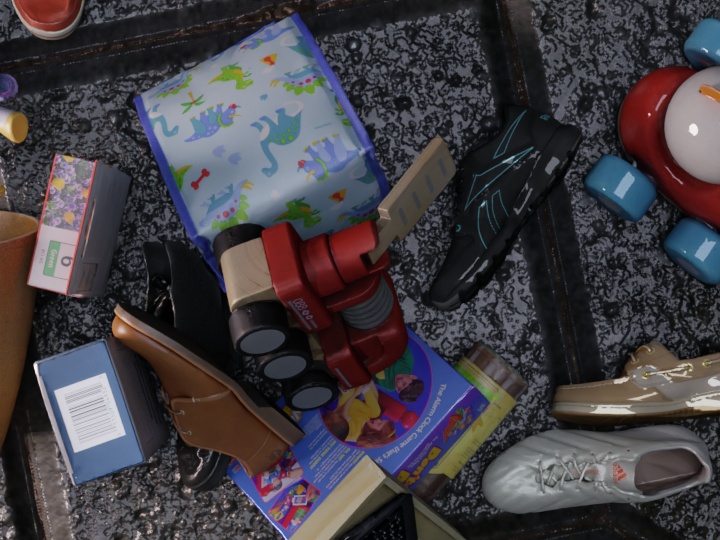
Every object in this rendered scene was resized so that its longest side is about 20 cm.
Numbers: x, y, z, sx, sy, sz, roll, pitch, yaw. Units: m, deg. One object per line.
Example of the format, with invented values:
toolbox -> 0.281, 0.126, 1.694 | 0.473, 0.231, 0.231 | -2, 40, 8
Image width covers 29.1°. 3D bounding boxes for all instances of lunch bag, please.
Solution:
lunch bag -> -0.087, -0.110, 1.175 | 0.169, 0.128, 0.201 | -27, 61, -2

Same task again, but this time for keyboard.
keyboard -> 0.017, 0.270, 1.128 | 0.104, 0.201, 0.040 | -34, 51, -21

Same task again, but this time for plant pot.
plant pot -> -0.351, 0.063, 1.149 | 0.185, 0.186, 0.202 | -2, 103, -2

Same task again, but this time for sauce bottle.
sauce bottle -> 0.062, 0.155, 1.203 | 0.065, 0.065, 0.200 | 39, 87, -1

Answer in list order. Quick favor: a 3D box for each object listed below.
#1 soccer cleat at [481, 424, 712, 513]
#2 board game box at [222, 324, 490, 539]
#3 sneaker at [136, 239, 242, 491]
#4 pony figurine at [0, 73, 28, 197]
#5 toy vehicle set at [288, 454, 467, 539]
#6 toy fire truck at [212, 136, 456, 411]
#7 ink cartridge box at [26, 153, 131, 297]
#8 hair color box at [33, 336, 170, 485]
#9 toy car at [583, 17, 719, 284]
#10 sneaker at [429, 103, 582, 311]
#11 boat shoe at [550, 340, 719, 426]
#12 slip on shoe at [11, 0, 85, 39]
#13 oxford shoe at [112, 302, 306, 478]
soccer cleat -> 0.204, 0.172, 1.197 | 0.198, 0.078, 0.070 | -10, 102, -2
board game box -> -0.007, 0.139, 1.177 | 0.200, 0.045, 0.134 | -47, 55, -2
sneaker -> -0.152, 0.081, 1.175 | 0.060, 0.104, 0.202 | 2, 79, 43
pony figurine -> -0.372, -0.135, 1.145 | 0.199, 0.166, 0.195 | 12, 108, 28
toy vehicle set -> 0.009, 0.237, 1.145 | 0.124, 0.200, 0.026 | -47, 55, -3
toy fire truck -> 0.000, 0.000, 1.112 | 0.199, 0.176, 0.129 | -20, 58, 9
ink cartridge box -> -0.232, -0.036, 1.128 | 0.050, 0.200, 0.110 | 13, 89, -2
hair color box -> -0.205, 0.108, 1.127 | 0.060, 0.200, 0.101 | -18, 89, -2
toy car -> 0.308, -0.105, 1.147 | 0.176, 0.200, 0.185 | 38, 89, -1
sneaker -> 0.111, -0.055, 1.213 | 0.079, 0.075, 0.201 | 34, 80, 10
boat shoe -> 0.262, 0.096, 1.213 | 0.198, 0.074, 0.070 | -4, 78, -3
slip on shoe -> -0.277, -0.301, 1.200 | 0.073, 0.061, 0.202 | -3, 91, -4
oxford shoe -> -0.132, 0.101, 1.114 | 0.071, 0.071, 0.200 | -47, 117, -2
